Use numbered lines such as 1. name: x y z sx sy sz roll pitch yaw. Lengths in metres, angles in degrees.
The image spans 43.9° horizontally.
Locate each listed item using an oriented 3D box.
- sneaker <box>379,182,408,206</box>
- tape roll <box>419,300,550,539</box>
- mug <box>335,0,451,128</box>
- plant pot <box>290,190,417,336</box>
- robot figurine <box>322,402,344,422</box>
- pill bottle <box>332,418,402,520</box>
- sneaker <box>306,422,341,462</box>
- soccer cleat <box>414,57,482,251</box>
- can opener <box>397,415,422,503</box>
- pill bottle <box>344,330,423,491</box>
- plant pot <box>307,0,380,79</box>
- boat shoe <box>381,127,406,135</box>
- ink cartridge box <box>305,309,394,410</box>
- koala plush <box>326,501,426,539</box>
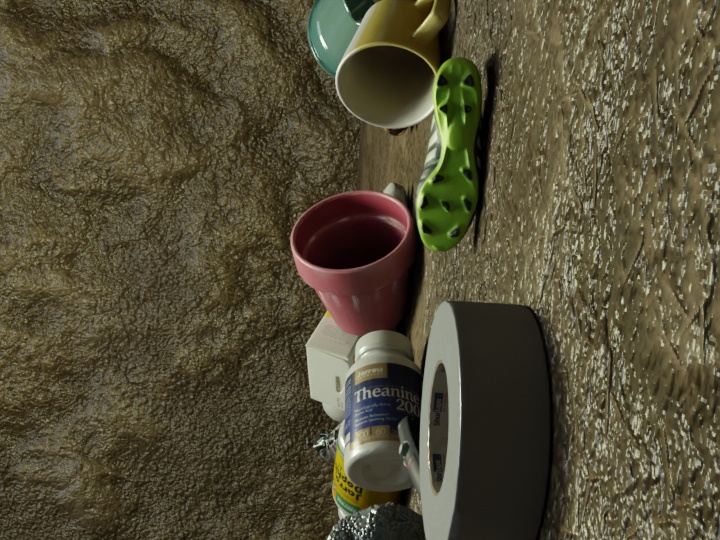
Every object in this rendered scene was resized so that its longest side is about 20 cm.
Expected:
1. sneaker: 0.052 -0.094 1.598 0.200 0.077 0.100 128 153 -68
2. tape roll: 0.092 0.125 0.707 0.200 0.066 0.202 -176 90 -87
3. mug: 0.066 -0.312 1.266 0.150 0.186 0.154 54 -145 -40
4. plant pot: 0.000 0.000 1.444 0.201 0.199 0.180 -91 -9 -48
5. robot figurine: -0.023 0.239 1.978 0.151 0.124 0.201 61 -157 -49
6. pill bottle: 0.013 0.316 1.383 0.113 0.112 0.201 -91 6 -49
7. sneaker: -0.078 0.462 2.435 0.078 0.139 0.201 -90 5 -51
8. soccer cleat: 0.099 -0.120 0.936 0.081 0.067 0.201 -43 -40 -69
9. can opener: 0.074 0.202 0.932 0.200 0.063 0.079 -95 10 -69
10. pill bottle: 0.033 0.184 1.205 0.111 0.110 0.201 98 174 -48
11. plant pot: 0.021 -0.439 1.523 0.196 0.199 0.202 152 122 -77
12. boat shoe: 0.065 -0.268 1.519 0.200 0.071 0.068 -49 -43 -86
13. ink cartridge box: -0.015 0.121 1.563 0.146 0.083 0.200 87 -155 -43
14. koala plush: 0.021 0.324 0.905 0.200 0.176 0.185 89 -171 -80
